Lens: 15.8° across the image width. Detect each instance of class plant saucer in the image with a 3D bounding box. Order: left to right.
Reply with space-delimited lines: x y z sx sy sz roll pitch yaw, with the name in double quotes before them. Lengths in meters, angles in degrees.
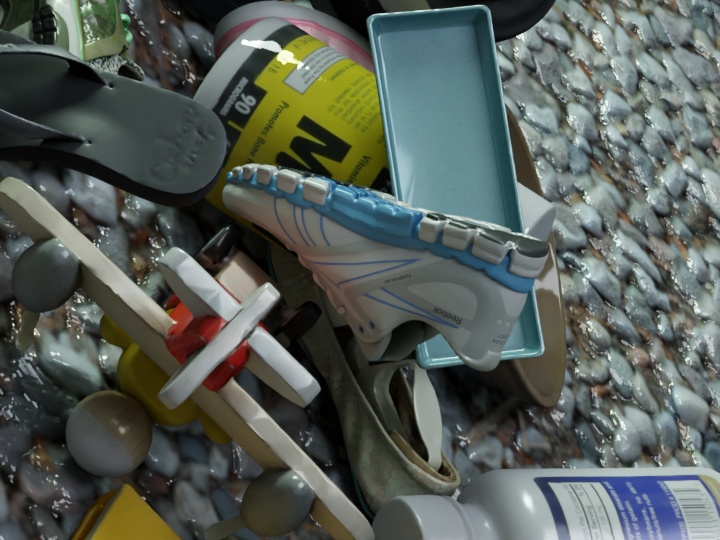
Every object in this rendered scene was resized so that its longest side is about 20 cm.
"plant saucer" 0.050 -0.045 1.403 0.070 0.019 0.200 -6 76 -9
"plant saucer" 0.090 -0.010 1.623 0.200 0.029 0.200 -11 90 -73

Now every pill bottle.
"pill bottle" 0.003 -0.048 1.472 0.200 0.114 0.114 32 33 12
"pill bottle" 0.110 0.170 1.449 0.200 0.120 0.120 1 59 -22

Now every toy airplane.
"toy airplane" -0.092 0.053 1.313 0.200 0.141 0.199 48 2 39

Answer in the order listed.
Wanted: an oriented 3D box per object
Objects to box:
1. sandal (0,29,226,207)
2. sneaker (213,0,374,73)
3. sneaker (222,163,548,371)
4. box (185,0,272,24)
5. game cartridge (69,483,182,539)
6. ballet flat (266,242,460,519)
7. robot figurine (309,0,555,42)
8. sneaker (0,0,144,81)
"sandal" -0.166 -0.089 1.338 0.200 0.043 0.076 11 67 -4
"sneaker" -0.008 -0.077 1.578 0.200 0.075 0.105 37 33 -33
"sneaker" 0.000 0.000 1.352 0.075 0.200 0.087 6 101 -52
"box" -0.065 -0.265 1.546 0.148 0.200 0.107 32 37 -30
"game cartridge" -0.090 0.229 1.274 0.200 0.032 0.176 50 35 -15
"ballet flat" 0.008 0.051 1.506 0.067 0.062 0.200 -1 64 -52
"robot figurine" 0.049 -0.194 1.593 0.125 0.200 0.150 33 71 -25
"sneaker" -0.159 -0.138 1.459 0.089 0.077 0.200 41 43 -38
